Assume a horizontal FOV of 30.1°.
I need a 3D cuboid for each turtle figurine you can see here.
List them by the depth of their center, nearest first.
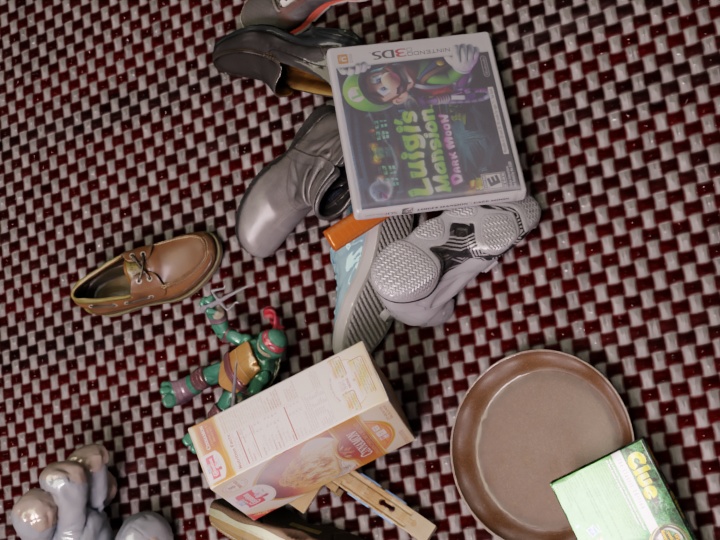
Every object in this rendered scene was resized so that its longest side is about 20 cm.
[{"bbox_3d":[-0.143,0.114,1.512,0.200,0.100,0.151,-46,49,33],"label":"turtle figurine"}]

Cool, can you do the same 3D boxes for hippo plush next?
[{"bbox_3d":[-0.310,0.318,1.541,0.160,0.159,0.201,31,79,17],"label":"hippo plush"}]

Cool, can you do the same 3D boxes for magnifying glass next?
[{"bbox_3d":[0.050,-0.084,1.419,0.199,0.022,0.080,-33,98,-11],"label":"magnifying glass"}]

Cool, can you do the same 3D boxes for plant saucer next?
[{"bbox_3d":[0.187,0.182,1.358,0.198,0.032,0.203,-5,80,28],"label":"plant saucer"}]

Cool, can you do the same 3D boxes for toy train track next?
[{"bbox_3d":[-0.002,0.235,1.455,0.199,0.033,0.115,31,79,22],"label":"toy train track"}]

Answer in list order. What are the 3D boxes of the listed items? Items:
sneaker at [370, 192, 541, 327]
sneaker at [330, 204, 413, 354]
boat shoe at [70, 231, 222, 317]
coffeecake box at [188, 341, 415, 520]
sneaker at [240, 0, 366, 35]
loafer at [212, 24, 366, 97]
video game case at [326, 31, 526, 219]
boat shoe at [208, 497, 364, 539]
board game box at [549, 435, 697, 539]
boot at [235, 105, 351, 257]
[{"bbox_3d":[0.098,-0.011,1.412,0.199,0.115,0.075,-29,67,-14],"label":"sneaker"},{"bbox_3d":[0.000,0.000,1.473,0.082,0.074,0.202,16,88,47],"label":"sneaker"},{"bbox_3d":[-0.258,0.008,1.606,0.199,0.068,0.073,-26,70,22],"label":"boat shoe"},{"bbox_3d":[-0.057,0.170,1.389,0.198,0.154,0.074,-27,65,2],"label":"coffeecake box"},{"bbox_3d":[-0.065,-0.331,1.539,0.198,0.082,0.078,-21,74,25],"label":"sneaker"},{"bbox_3d":[-0.090,-0.235,1.536,0.198,0.073,0.073,3,65,30],"label":"loafer"},{"bbox_3d":[0.067,-0.155,1.402,0.180,0.023,0.202,-7,66,-6],"label":"video game case"},{"bbox_3d":[-0.087,0.311,1.474,0.198,0.071,0.077,16,102,29],"label":"boat shoe"},{"bbox_3d":[0.272,0.272,1.279,0.104,0.023,0.202,-28,81,20],"label":"board game box"},{"bbox_3d":[-0.062,-0.084,1.472,0.201,0.069,0.132,-58,29,11],"label":"boot"}]
